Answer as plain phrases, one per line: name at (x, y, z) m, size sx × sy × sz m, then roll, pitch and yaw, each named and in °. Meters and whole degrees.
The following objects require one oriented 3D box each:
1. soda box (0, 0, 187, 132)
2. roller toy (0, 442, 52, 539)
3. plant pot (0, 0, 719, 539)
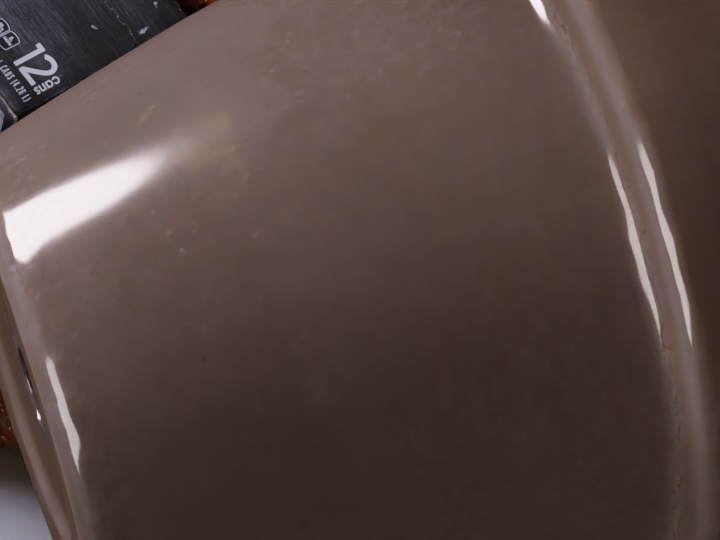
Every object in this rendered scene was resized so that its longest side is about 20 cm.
soda box at (-0.142, -0.121, 0.877) m, size 0.200 × 0.071 × 0.063 m, roll 52°, pitch 153°, yaw 14°
roller toy at (-0.118, 0.159, 0.946) m, size 0.140 × 0.182 × 0.201 m, roll 40°, pitch 136°, yaw 24°
plant pot at (0.000, 0.000, 0.659) m, size 0.200 × 0.174 × 0.202 m, roll 163°, pitch 90°, yaw -78°
